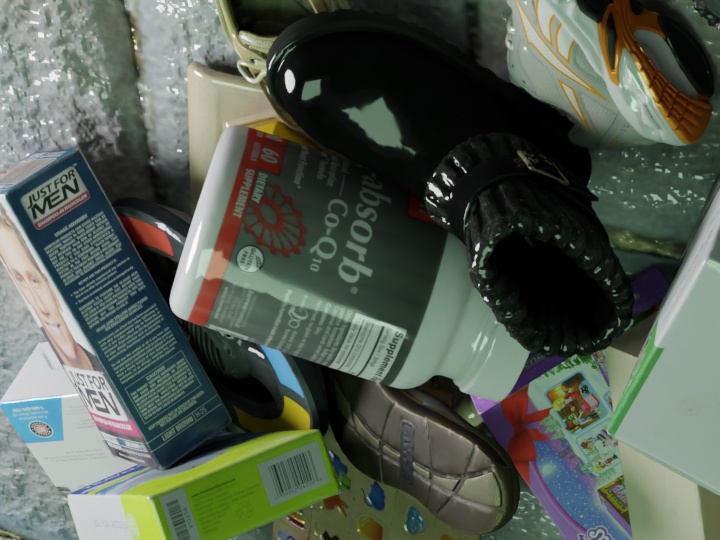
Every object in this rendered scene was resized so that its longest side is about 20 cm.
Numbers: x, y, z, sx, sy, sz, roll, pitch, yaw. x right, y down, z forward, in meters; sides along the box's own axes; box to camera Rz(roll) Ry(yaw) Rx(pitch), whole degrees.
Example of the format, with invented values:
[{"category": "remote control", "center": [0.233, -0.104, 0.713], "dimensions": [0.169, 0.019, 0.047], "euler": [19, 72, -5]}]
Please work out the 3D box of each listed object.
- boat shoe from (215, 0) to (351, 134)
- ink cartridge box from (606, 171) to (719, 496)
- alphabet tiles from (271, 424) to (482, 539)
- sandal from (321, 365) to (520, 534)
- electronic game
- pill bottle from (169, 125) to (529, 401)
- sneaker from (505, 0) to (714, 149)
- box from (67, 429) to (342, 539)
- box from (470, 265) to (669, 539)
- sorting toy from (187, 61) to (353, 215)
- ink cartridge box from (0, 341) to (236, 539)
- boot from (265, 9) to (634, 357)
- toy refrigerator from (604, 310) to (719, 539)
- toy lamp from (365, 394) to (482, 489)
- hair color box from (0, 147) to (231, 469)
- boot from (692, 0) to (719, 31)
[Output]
[{"category": "boat shoe", "center": [-0.050, -0.153, 1.163], "dimensions": [0.073, 0.063, 0.202], "euler": [1, 127, 18]}, {"category": "ink cartridge box", "center": [0.212, -0.007, 1.083], "dimensions": [0.083, 0.201, 0.147], "euler": [26, 137, 5]}, {"category": "alphabet tiles", "center": [0.010, 0.158, 1.402], "dimensions": [0.167, 0.008, 0.201], "euler": [32, 136, 27]}, {"category": "sandal", "center": [0.039, 0.092, 1.284], "dimensions": [0.199, 0.054, 0.082], "euler": [29, 124, 47]}, {"category": "electronic game", "center": [-0.095, 0.036, 1.347], "dimensions": [0.200, 0.042, 0.201], "euler": [39, 156, 21]}, {"category": "pill bottle", "center": [0.000, 0.000, 1.210], "dimensions": [0.198, 0.116, 0.116], "euler": [18, 138, -7]}, {"category": "sneaker", "center": [0.099, -0.135, 1.111], "dimensions": [0.092, 0.076, 0.200], "euler": [-14, 123, 41]}, {"category": "box", "center": [-0.107, 0.142, 1.352], "dimensions": [0.200, 0.121, 0.048], "euler": [-12, 97, 65]}, {"category": "box", "center": [0.172, 0.112, 1.288], "dimensions": [0.136, 0.039, 0.201], "euler": [-32, 117, 6]}, {"category": "sorting toy", "center": [-0.018, -0.030, 1.297], "dimensions": [0.198, 0.037, 0.186], "euler": [16, 137, 13]}, {"category": "ink cartridge box", "center": [-0.152, 0.139, 1.506], "dimensions": [0.115, 0.067, 0.201], "euler": [-8, 127, 32]}, {"category": "boot", "center": [0.048, -0.049, 1.125], "dimensions": [0.210, 0.158, 0.080], "euler": [20, 124, -16]}, {"category": "toy refrigerator", "center": [0.198, 0.120, 1.226], "dimensions": [0.070, 0.076, 0.202], "euler": [21, 132, 48]}, {"category": "toy lamp", "center": [0.062, 0.097, 1.364], "dimensions": [0.058, 0.058, 0.200], "euler": [39, 137, -13]}, {"category": "hair color box", "center": [-0.168, 0.024, 1.345], "dimensions": [0.201, 0.060, 0.100], "euler": [62, 158, -13]}, {"category": "boot", "center": [0.250, -0.164, 1.004], "dimensions": [0.197, 0.073, 0.163], "euler": [27, 136, 12]}]
